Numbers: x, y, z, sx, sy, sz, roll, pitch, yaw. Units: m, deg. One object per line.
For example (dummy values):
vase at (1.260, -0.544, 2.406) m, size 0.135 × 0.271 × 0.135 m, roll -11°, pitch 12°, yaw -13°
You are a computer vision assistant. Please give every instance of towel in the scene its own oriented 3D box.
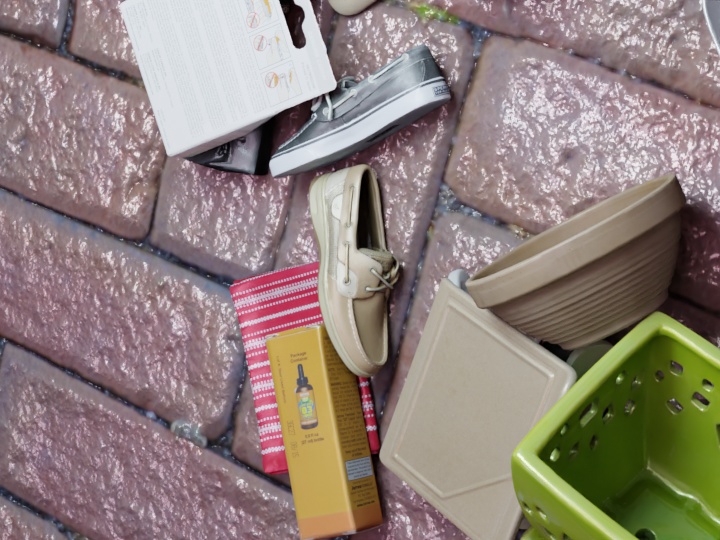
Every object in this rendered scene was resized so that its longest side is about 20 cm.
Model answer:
towel at (-0.057, 0.096, 1.738) m, size 0.144 × 0.022 × 0.202 m, roll -13°, pitch 86°, yaw 32°

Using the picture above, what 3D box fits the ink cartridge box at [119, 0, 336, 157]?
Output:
ink cartridge box at (-0.122, -0.216, 1.683) m, size 0.198 × 0.050 × 0.163 m, roll -19°, pitch 87°, yaw 23°

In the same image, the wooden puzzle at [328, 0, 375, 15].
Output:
wooden puzzle at (-0.008, -0.361, 1.624) m, size 0.185 × 0.046 × 0.201 m, roll -28°, pitch 87°, yaw 44°

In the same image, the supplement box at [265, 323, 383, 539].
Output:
supplement box at (-0.035, 0.154, 1.677) m, size 0.066 × 0.069 × 0.202 m, roll -13°, pitch 86°, yaw 29°

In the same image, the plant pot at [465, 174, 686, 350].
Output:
plant pot at (0.196, 0.004, 1.473) m, size 0.200 × 0.201 × 0.093 m, roll -27°, pitch 92°, yaw 31°

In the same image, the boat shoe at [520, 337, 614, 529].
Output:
boat shoe at (0.174, 0.139, 1.571) m, size 0.063 × 0.073 × 0.203 m, roll 48°, pitch 128°, yaw 52°

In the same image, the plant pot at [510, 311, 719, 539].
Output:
plant pot at (0.249, 0.191, 1.429) m, size 0.200 × 0.199 × 0.182 m, roll 38°, pitch 152°, yaw 24°

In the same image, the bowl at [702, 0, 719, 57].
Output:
bowl at (0.397, -0.189, 1.395) m, size 0.199 × 0.074 × 0.202 m, roll -30°, pitch 76°, yaw 31°

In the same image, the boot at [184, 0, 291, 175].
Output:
boot at (-0.150, -0.207, 1.758) m, size 0.164 × 0.065 × 0.202 m, roll 18°, pitch 107°, yaw 32°

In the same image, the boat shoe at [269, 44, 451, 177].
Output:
boat shoe at (-0.010, -0.152, 1.659) m, size 0.198 × 0.073 × 0.069 m, roll -27°, pitch 84°, yaw 31°

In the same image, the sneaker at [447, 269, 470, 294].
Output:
sneaker at (0.075, 0.103, 1.623) m, size 0.098 × 0.071 × 0.202 m, roll -7°, pitch 93°, yaw 28°

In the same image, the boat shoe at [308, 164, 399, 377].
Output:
boat shoe at (0.000, 0.000, 1.665) m, size 0.064 × 0.071 × 0.202 m, roll -14°, pitch 84°, yaw 33°

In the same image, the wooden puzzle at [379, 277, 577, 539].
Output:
wooden puzzle at (0.103, 0.130, 1.531) m, size 0.200 × 0.037 × 0.187 m, roll 39°, pitch 116°, yaw 47°
